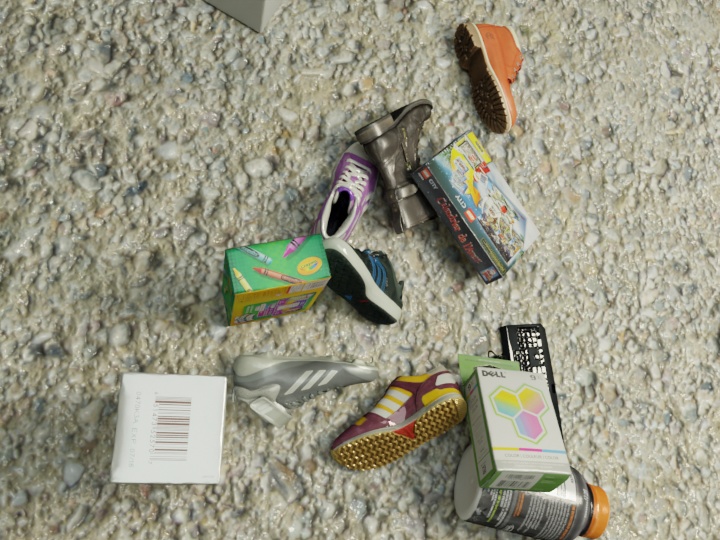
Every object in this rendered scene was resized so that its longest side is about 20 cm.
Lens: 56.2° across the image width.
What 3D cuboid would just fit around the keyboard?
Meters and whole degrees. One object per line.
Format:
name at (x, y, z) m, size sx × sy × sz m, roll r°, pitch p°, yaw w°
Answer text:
keyboard at (0.251, 0.179, 1.003) m, size 0.103 × 0.040 × 0.203 m, roll -3°, pitch 75°, yaw -14°

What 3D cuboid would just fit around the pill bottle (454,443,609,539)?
pill bottle at (0.238, 0.311, 0.928) m, size 0.198 × 0.106 × 0.107 m, roll 17°, pitch 72°, yaw -8°

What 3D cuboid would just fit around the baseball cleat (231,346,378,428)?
baseball cleat at (-0.076, 0.163, 0.925) m, size 0.197 × 0.070 × 0.108 m, roll 4°, pitch 81°, yaw -2°

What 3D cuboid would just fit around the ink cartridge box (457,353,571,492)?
ink cartridge box at (0.200, 0.188, 0.904) m, size 0.103 × 0.060 × 0.202 m, roll 8°, pitch 49°, yaw -14°

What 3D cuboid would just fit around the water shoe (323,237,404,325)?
water shoe at (0.000, 0.000, 0.937) m, size 0.071 × 0.200 × 0.080 m, roll -2°, pitch 57°, yaw 29°

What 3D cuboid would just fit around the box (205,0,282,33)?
box at (-0.208, -0.490, 1.048) m, size 0.199 × 0.098 × 0.125 m, roll 29°, pitch 70°, yaw -4°

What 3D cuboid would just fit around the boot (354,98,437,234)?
boot at (0.077, -0.159, 1.040) m, size 0.200 × 0.069 × 0.176 m, roll -36°, pitch 104°, yaw -44°

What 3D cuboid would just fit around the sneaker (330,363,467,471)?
sneaker at (0.047, 0.202, 0.939) m, size 0.198 × 0.075 × 0.090 m, roll -24°, pitch 37°, yaw 0°

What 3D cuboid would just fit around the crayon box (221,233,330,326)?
crayon box at (-0.116, 0.017, 0.876) m, size 0.117 × 0.200 × 0.059 m, roll -10°, pitch 78°, yaw -16°

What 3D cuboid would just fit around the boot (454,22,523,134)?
boot at (0.236, -0.324, 1.122) m, size 0.106 × 0.075 × 0.202 m, roll -10°, pitch 76°, yaw -20°

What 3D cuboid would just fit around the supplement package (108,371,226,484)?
supplement package at (-0.223, 0.191, 0.804) m, size 0.116 × 0.200 × 0.118 m, roll 4°, pitch 74°, yaw -12°

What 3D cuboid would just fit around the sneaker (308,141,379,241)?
sneaker at (-0.012, -0.117, 0.984) m, size 0.072 × 0.114 × 0.202 m, roll 21°, pitch 70°, yaw -5°

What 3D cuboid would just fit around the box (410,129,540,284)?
box at (0.178, -0.099, 1.022) m, size 0.136 × 0.038 × 0.201 m, roll -40°, pitch 97°, yaw -39°
